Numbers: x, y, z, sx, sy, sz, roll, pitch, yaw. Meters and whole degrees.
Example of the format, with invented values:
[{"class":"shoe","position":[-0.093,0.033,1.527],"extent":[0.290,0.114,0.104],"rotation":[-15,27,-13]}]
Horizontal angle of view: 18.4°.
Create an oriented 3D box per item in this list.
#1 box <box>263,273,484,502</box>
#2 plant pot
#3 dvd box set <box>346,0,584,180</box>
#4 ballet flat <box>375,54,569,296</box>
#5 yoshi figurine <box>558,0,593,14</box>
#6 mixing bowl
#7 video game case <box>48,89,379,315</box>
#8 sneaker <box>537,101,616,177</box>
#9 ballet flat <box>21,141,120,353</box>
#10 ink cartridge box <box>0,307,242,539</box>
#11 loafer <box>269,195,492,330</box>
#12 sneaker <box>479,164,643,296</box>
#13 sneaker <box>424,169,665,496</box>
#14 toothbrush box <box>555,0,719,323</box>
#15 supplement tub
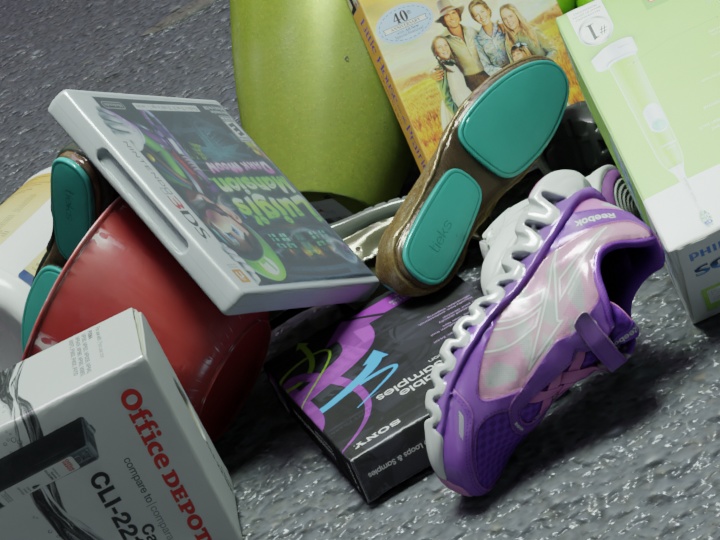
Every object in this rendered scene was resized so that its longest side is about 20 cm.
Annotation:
[{"class":"box","position":[0.030,0.065,1.400],"extent":[0.142,0.036,0.200],"rotation":[-30,23,-9]},{"class":"plant pot","position":[-0.018,-0.131,1.685],"extent":[0.186,0.187,0.202],"rotation":[-11,63,33]},{"class":"dvd box set","position":[0.083,-0.160,1.613],"extent":[0.145,0.202,0.029],"rotation":[-20,-8,-16]},{"class":"ballet flat","position":[0.068,-0.062,1.492],"extent":[0.201,0.068,0.072],"rotation":[-59,19,-22]},{"class":"yoshi figurine","position":[0.192,-0.261,1.732],"extent":[0.112,0.201,0.112],"rotation":[-38,24,-31]},{"class":"mixing bowl","position":[-0.128,0.051,1.449],"extent":[0.108,0.201,0.200],"rotation":[28,44,13]},{"class":"video game case","position":[-0.090,-0.046,1.443],"extent":[0.023,0.182,0.200],"rotation":[-48,-17,19]},{"class":"sneaker","position":[0.207,-0.103,1.510],"extent":[0.199,0.076,0.079],"rotation":[1,31,47]},{"class":"ballet flat","position":[-0.179,-0.008,1.499],"extent":[0.068,0.201,0.068],"rotation":[37,43,21]},{"class":"ink cartridge box","position":[-0.188,0.136,1.334],"extent":[0.199,0.145,0.084],"rotation":[-27,23,-1]},{"class":"loafer","position":[0.000,0.000,1.556],"extent":[0.198,0.070,0.075],"rotation":[-16,-14,1]},{"class":"sneaker","position":[0.113,-0.004,1.415],"extent":[0.099,0.075,0.200],"rotation":[-20,7,30]},{"class":"sneaker","position":[0.109,0.040,1.262],"extent":[0.088,0.081,0.201],"rotation":[20,74,32]},{"class":"toothbrush box","position":[0.224,-0.092,1.355],"extent":[0.145,0.086,0.201],"rotation":[-25,51,4]},{"class":"supplement tub","position":[-0.226,0.009,1.662],"extent":[0.143,0.145,0.200],"rotation":[-9,27,36]}]
